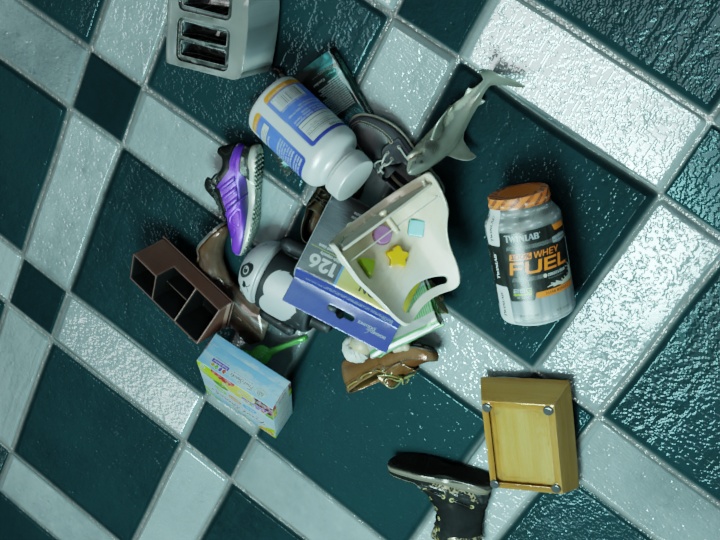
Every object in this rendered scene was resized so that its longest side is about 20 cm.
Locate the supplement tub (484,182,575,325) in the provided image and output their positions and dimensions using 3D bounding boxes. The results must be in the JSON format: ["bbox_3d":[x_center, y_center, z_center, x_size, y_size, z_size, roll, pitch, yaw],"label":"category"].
[{"bbox_3d":[0.261,-0.027,1.520,0.121,0.122,0.203,-5,107,27],"label":"supplement tub"}]

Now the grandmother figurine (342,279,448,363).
[{"bbox_3d":[0.052,0.093,1.677,0.199,0.122,0.061,-34,120,16],"label":"grandmother figurine"}]

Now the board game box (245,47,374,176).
[{"bbox_3d":[-0.085,-0.264,1.652,0.199,0.028,0.136,-28,96,31],"label":"board game box"}]

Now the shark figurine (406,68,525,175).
[{"bbox_3d":[0.161,-0.221,1.527,0.089,0.128,0.215,42,99,-4],"label":"shark figurine"}]

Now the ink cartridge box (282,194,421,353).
[{"bbox_3d":[0.000,0.000,1.590,0.196,0.047,0.202,26,82,3],"label":"ink cartridge box"}]

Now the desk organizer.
[{"bbox_3d":[-0.331,0.036,1.802,0.200,0.077,0.072,41,136,20],"label":"desk organizer"}]

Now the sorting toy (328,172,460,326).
[{"bbox_3d":[0.066,-0.018,1.527,0.181,0.199,0.107,56,164,-7],"label":"sorting toy"}]

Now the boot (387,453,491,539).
[{"bbox_3d":[0.142,0.423,1.785,0.197,0.073,0.153,8,113,17],"label":"boot"}]

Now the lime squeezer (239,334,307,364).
[{"bbox_3d":[-0.198,0.152,1.841,0.198,0.071,0.038,-13,121,30],"label":"lime squeezer"}]

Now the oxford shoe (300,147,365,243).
[{"bbox_3d":[-0.047,-0.125,1.655,0.072,0.084,0.202,30,118,15],"label":"oxford shoe"}]

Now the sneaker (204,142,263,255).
[{"bbox_3d":[-0.229,-0.130,1.738,0.098,0.070,0.203,8,105,5],"label":"sneaker"}]

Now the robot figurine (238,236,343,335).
[{"bbox_3d":[-0.121,0.031,1.725,0.198,0.125,0.151,29,84,13],"label":"robot figurine"}]

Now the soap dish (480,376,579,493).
[{"bbox_3d":[0.282,0.281,1.653,0.155,0.081,0.203,0,110,26],"label":"soap dish"}]

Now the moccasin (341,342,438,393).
[{"bbox_3d":[0.051,0.174,1.718,0.199,0.073,0.079,-17,70,29],"label":"moccasin"}]

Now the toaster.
[{"bbox_3d":[-0.224,-0.417,1.608,0.198,0.119,0.183,18,117,19],"label":"toaster"}]

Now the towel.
[{"bbox_3d":[0.046,0.030,1.646,0.151,0.023,0.202,-28,69,24],"label":"towel"}]

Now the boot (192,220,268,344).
[{"bbox_3d":[-0.224,0.028,1.811,0.200,0.064,0.187,44,135,8],"label":"boot"}]

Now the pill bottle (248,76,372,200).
[{"bbox_3d":[-0.076,-0.208,1.571,0.200,0.112,0.113,44,122,15],"label":"pill bottle"}]

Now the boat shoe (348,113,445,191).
[{"bbox_3d":[0.055,-0.175,1.584,0.200,0.063,0.073,43,119,-5],"label":"boat shoe"}]

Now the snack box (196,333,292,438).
[{"bbox_3d":[-0.210,0.218,1.815,0.167,0.068,0.201,31,159,11],"label":"snack box"}]
